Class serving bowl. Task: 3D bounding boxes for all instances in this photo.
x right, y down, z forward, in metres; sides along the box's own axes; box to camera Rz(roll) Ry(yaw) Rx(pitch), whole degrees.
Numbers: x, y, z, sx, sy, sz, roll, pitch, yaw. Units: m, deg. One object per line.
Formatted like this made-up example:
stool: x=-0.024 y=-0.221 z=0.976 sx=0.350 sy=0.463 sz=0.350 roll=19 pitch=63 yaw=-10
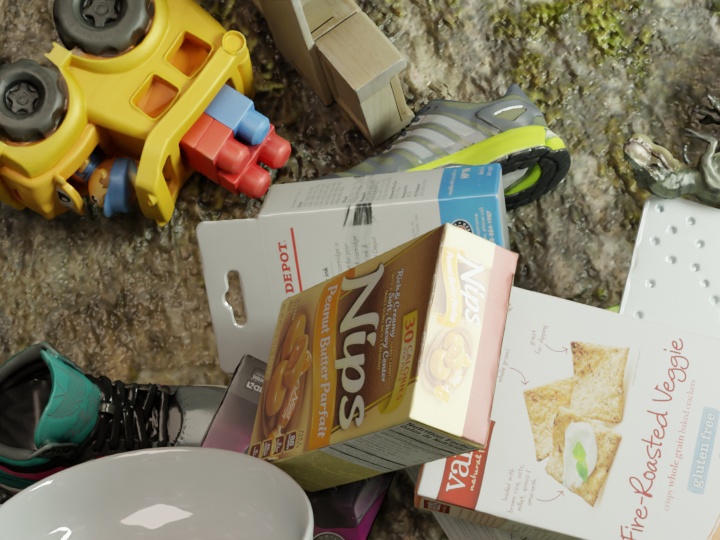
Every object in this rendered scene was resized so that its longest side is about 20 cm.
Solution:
serving bowl: x=-0.122 y=0.177 z=0.937 sx=0.198 sy=0.066 sz=0.200 roll=-6 pitch=23 yaw=3

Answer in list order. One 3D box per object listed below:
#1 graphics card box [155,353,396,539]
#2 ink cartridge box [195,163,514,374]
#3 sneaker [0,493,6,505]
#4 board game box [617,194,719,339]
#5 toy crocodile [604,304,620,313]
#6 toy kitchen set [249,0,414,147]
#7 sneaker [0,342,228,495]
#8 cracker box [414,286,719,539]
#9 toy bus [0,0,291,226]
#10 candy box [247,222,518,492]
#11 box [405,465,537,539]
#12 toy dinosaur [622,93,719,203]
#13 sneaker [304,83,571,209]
graphics card box: x=-0.063 y=0.170 z=1.050 sx=0.125 sy=0.051 sz=0.201 roll=26 pitch=69 yaw=-2
ink cartridge box: x=0.000 y=0.000 z=1.098 sx=0.198 sy=0.117 sz=0.068 roll=-4 pitch=21 yaw=9
sneaker: x=-0.293 y=0.164 z=1.104 sx=0.090 sy=0.067 sz=0.200 roll=-32 pitch=56 yaw=-26
board game box: x=0.248 y=0.073 z=1.021 sx=0.199 sy=0.026 sz=0.201 roll=16 pitch=75 yaw=-2
toy crocodile: x=0.161 y=0.084 z=1.058 sx=0.061 sy=0.068 sz=0.201 roll=28 pitch=75 yaw=17
toy kitchen set: x=0.006 y=-0.242 z=1.195 sx=0.180 sy=0.163 sz=0.200 roll=-35 pitch=63 yaw=-7
sneaker: x=-0.171 y=0.095 z=1.091 sx=0.198 sy=0.121 sz=0.084 roll=-10 pitch=63 yaw=6
cracker box: x=0.142 y=0.095 z=0.962 sx=0.198 sy=0.058 sz=0.135 roll=14 pitch=75 yaw=4
toy bus: x=-0.157 y=-0.101 z=1.193 sx=0.191 sy=0.136 sz=0.200 roll=35 pitch=77 yaw=8
candy box: x=0.008 y=0.057 z=0.965 sx=0.055 sy=0.200 sz=0.116 roll=21 pitch=67 yaw=-24
box: x=0.063 y=0.133 z=1.034 sx=0.039 sy=0.041 sz=0.201 roll=-16 pitch=66 yaw=-46
toy dinosaur: x=0.257 y=-0.073 z=1.046 sx=0.198 sy=0.048 sz=0.089 roll=6 pitch=55 yaw=-5
sneaker: x=0.044 y=-0.073 z=1.165 sx=0.198 sy=0.074 sz=0.081 roll=-15 pitch=53 yaw=-2
